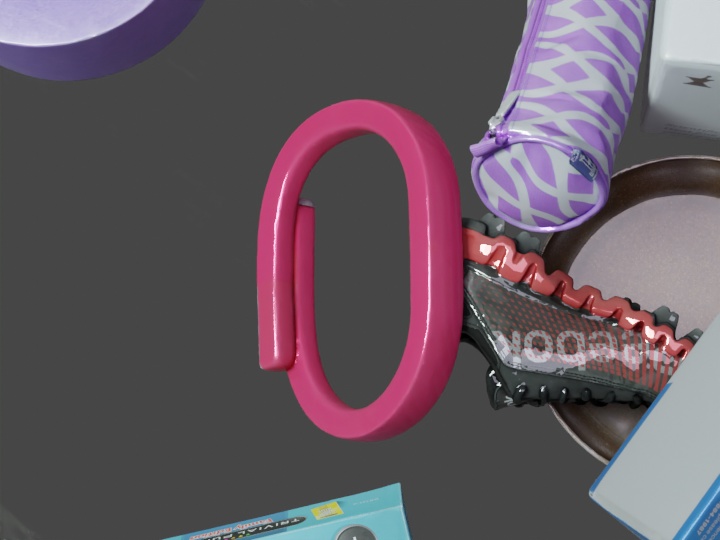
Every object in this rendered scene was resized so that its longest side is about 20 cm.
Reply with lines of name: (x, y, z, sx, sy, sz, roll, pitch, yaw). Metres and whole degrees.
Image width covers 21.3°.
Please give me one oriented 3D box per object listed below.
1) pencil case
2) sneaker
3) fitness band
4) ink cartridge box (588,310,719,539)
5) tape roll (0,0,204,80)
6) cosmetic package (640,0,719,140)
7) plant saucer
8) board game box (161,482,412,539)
pencil case: (0.117, -0.114, 1.115, 0.085, 0.084, 0.201, 34, 48, -19)
sneaker: (0.124, 0.050, 1.103, 0.200, 0.071, 0.098, 28, 84, 9)
fitness band: (0.000, 0.000, 1.125, 0.143, 0.037, 0.201, -11, 76, 42)
ink cartridge box: (0.244, 0.129, 1.056, 0.200, 0.084, 0.145, 40, 85, -32)
tape roll: (-0.187, -0.225, 1.188, 0.199, 0.085, 0.201, 0, 82, 3)
cosmetic package: (0.258, -0.184, 1.114, 0.164, 0.165, 0.201, 8, 81, 5)
plant saucer: (0.198, 0.032, 1.152, 0.199, 0.032, 0.201, -1, 80, 4)
board game box: (-0.056, 0.222, 1.107, 0.199, 0.047, 0.152, -14, 100, 2)
